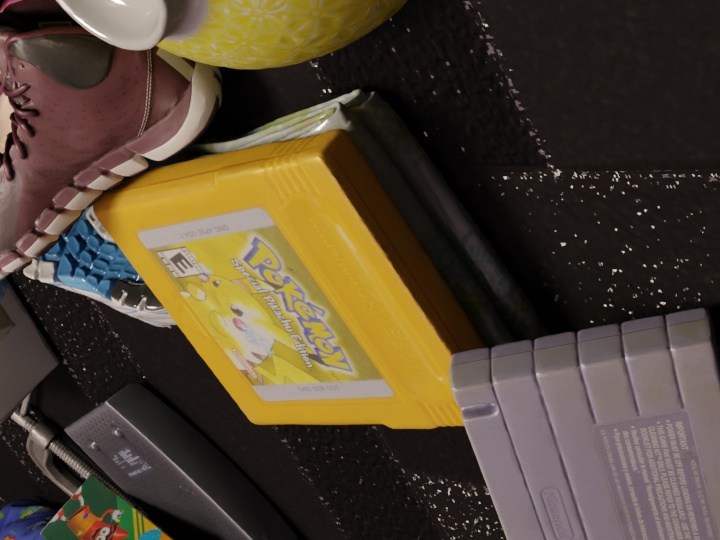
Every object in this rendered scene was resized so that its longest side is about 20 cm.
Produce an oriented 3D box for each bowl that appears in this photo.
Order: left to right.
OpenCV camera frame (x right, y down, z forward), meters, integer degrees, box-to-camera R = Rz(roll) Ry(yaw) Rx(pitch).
[{"bbox_3d":[-0.080,-0.157,0.613,0.200,0.108,0.200,28,146,21],"label":"bowl"}]

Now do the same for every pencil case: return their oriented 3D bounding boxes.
[{"bbox_3d":[-0.306,0.276,1.418,0.200,0.087,0.078,-2,86,57],"label":"pencil case"}]

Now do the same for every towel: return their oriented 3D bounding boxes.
[{"bbox_3d":[0.000,0.000,0.780,0.171,0.048,0.200,-10,123,54],"label":"towel"}]

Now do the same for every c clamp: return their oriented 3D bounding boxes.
[{"bbox_3d":[-0.252,0.200,1.333,0.200,0.027,0.171,42,150,-1],"label":"c clamp"}]

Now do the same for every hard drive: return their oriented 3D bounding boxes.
[{"bbox_3d":[-0.144,0.176,1.168,0.200,0.042,0.135,45,150,-8],"label":"hard drive"}]

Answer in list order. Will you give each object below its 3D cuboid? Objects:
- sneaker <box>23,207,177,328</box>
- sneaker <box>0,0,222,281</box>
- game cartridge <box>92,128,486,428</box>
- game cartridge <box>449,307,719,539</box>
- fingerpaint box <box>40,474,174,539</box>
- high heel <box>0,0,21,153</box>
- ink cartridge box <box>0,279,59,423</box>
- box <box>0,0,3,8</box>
[{"bbox_3d":[-0.152,0.000,0.934,0.200,0.075,0.087,24,169,42],"label":"sneaker"},{"bbox_3d":[-0.181,-0.080,0.757,0.116,0.200,0.076,45,-164,-39],"label":"sneaker"},{"bbox_3d":[-0.035,0.014,0.764,0.200,0.032,0.176,-5,126,49],"label":"game cartridge"},{"bbox_3d":[0.132,0.107,0.722,0.129,0.038,0.200,-14,128,10],"label":"game cartridge"},{"bbox_3d":[-0.158,0.285,1.228,0.167,0.073,0.200,23,157,50],"label":"fingerpaint box"},{"bbox_3d":[-0.192,-0.100,0.798,0.067,0.096,0.200,30,137,2],"label":"high heel"},{"bbox_3d":[-0.358,0.020,1.172,0.144,0.085,0.200,13,138,40],"label":"ink cartridge box"},{"bbox_3d":[-0.270,-0.152,0.917,0.200,0.021,0.164,-7,126,50],"label":"box"}]
